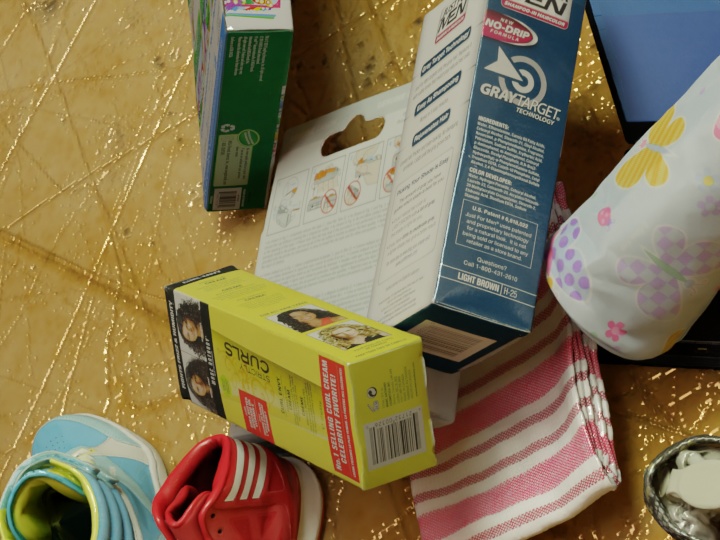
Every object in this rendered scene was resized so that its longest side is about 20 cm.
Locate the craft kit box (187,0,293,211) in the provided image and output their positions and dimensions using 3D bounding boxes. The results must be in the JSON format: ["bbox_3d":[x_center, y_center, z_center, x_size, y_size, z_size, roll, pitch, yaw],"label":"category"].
[{"bbox_3d":[-0.077,-0.170,1.446,0.048,0.200,0.198,-4,62,-10],"label":"craft kit box"}]

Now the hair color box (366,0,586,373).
[{"bbox_3d":[0.061,-0.055,1.265,0.100,0.060,0.201,147,137,-63],"label":"hair color box"}]

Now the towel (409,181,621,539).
[{"bbox_3d":[0.069,0.057,1.308,0.146,0.030,0.201,-36,51,39],"label":"towel"}]

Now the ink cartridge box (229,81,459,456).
[{"bbox_3d":[0.000,0.000,1.372,0.160,0.047,0.201,-16,58,51],"label":"ink cartridge box"}]

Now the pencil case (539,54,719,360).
[{"bbox_3d":[0.180,-0.043,1.196,0.200,0.090,0.083,-47,29,30],"label":"pencil case"}]

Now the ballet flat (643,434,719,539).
[{"bbox_3d":[0.223,0.121,1.162,0.200,0.072,0.072,7,74,38],"label":"ballet flat"}]

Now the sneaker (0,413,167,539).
[{"bbox_3d":[-0.171,0.128,1.403,0.080,0.131,0.200,-47,42,3],"label":"sneaker"}]

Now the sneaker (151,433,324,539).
[{"bbox_3d":[-0.081,0.188,1.326,0.078,0.115,0.201,-16,60,30],"label":"sneaker"}]

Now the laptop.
[{"bbox_3d":[0.189,-0.057,1.244,0.177,0.103,0.201,2,71,38],"label":"laptop"}]

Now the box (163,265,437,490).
[{"bbox_3d":[-0.035,0.055,1.281,0.200,0.050,0.076,21,122,54],"label":"box"}]
